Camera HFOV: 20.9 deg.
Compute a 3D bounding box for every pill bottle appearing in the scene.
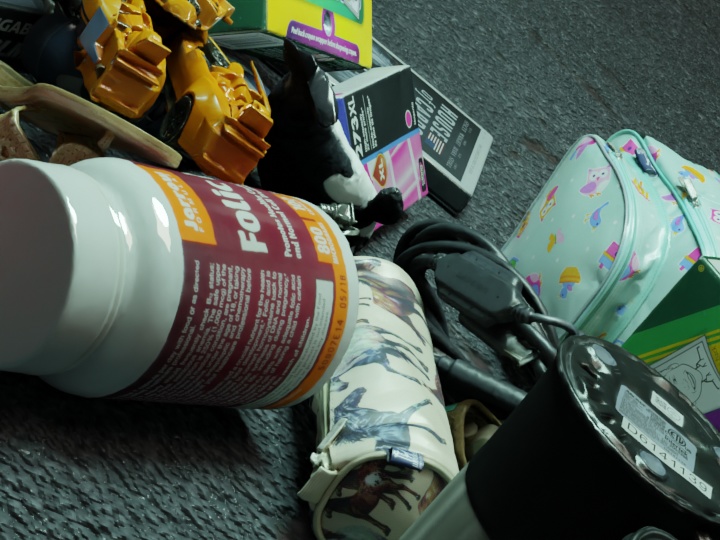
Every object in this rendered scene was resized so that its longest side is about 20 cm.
[{"bbox_3d":[-0.102,0.007,0.958,0.199,0.114,0.115,10,37,-52],"label":"pill bottle"}]

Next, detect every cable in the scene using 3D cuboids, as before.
[{"bbox_3d":[0.084,0.051,1.153,0.200,0.051,0.164,29,-28,54],"label":"cable"}]

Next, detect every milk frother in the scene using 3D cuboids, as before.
[{"bbox_3d":[0.084,0.162,0.874,0.181,0.189,0.200,45,23,14],"label":"milk frother"}]

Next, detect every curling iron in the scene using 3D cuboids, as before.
[{"bbox_3d":[0.000,0.000,1.189,0.200,0.049,0.026,40,35,-65],"label":"curling iron"}]

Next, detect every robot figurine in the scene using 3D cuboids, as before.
[{"bbox_3d":[-0.107,-0.124,1.086,0.144,0.058,0.201,33,18,-26],"label":"robot figurine"}]

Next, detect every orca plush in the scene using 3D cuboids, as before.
[{"bbox_3d":[-0.032,-0.047,1.142,0.105,0.071,0.200,36,-17,6],"label":"orca plush"}]

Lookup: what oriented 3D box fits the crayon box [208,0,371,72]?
[{"bbox_3d":[-0.050,-0.230,1.295,0.200,0.058,0.175,4,84,-70],"label":"crayon box"}]

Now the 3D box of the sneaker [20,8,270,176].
[{"bbox_3d":[-0.116,-0.107,1.201,0.199,0.070,0.082,13,31,-47],"label":"sneaker"}]

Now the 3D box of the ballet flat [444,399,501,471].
[{"bbox_3d":[0.114,0.144,1.097,0.200,0.072,0.068,43,46,4],"label":"ballet flat"}]

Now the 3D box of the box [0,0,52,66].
[{"bbox_3d":[-0.224,-0.205,1.242,0.198,0.050,0.201,4,43,-54],"label":"box"}]

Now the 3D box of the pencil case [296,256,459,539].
[{"bbox_3d":[0.004,0.072,1.057,0.089,0.078,0.201,41,21,-27],"label":"pencil case"}]

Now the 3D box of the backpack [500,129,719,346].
[{"bbox_3d":[0.188,0.017,1.317,0.152,0.176,0.201,20,26,-36],"label":"backpack"}]

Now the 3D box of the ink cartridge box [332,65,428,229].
[{"bbox_3d":[-0.003,-0.077,1.308,0.200,0.037,0.096,-34,118,-65],"label":"ink cartridge box"}]

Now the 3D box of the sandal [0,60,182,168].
[{"bbox_3d":[-0.169,-0.060,1.035,0.077,0.070,0.211,32,-3,-39],"label":"sandal"}]

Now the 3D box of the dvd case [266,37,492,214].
[{"bbox_3d":[0.014,-0.136,1.523,0.199,0.025,0.151,38,23,-5],"label":"dvd case"}]

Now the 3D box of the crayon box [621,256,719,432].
[{"bbox_3d":[0.220,0.125,1.157,0.058,0.173,0.201,5,41,-52],"label":"crayon box"}]
